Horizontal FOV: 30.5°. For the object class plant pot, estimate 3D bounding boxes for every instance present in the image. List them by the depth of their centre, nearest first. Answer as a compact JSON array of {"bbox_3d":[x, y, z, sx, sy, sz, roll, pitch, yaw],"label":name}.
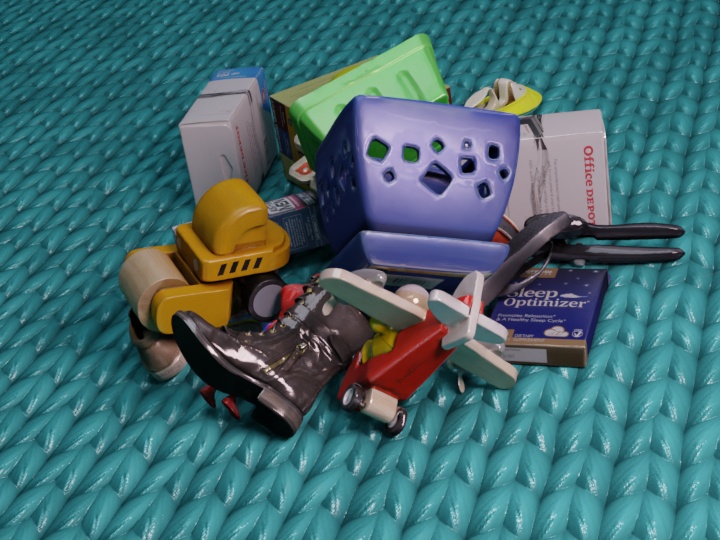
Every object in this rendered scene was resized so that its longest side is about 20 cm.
[{"bbox_3d":[0.059,-0.068,1.475,0.197,0.183,0.200,5,-15,-15],"label":"plant pot"}]

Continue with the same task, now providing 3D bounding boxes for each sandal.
[{"bbox_3d":[0.171,0.007,1.540,0.200,0.043,0.076,-44,9,5],"label":"sandal"}]

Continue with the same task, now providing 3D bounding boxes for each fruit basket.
[{"bbox_3d":[0.007,-0.211,1.676,0.212,0.156,0.218,-7,55,10],"label":"fruit basket"}]

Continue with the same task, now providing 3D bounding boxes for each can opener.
[{"bbox_3d":[0.298,-0.034,1.625,0.197,0.064,0.079,7,5,10],"label":"can opener"}]

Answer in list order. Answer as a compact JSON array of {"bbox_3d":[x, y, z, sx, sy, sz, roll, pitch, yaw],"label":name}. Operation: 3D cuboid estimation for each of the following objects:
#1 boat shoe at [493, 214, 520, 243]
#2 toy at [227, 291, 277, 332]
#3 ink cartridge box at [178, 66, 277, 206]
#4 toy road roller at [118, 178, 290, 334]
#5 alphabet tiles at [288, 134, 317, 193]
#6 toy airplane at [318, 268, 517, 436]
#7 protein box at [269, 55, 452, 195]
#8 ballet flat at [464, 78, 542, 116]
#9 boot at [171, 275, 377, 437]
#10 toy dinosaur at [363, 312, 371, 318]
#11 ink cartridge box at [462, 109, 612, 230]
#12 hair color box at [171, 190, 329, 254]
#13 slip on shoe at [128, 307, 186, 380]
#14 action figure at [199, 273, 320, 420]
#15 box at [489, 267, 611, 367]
[{"bbox_3d":[0.115,-0.056,1.633,0.198,0.072,0.063,28,28,-14],"label":"boat shoe"},{"bbox_3d":[-0.152,0.038,1.645,0.114,0.048,0.199,-28,34,-33],"label":"toy"},{"bbox_3d":[-0.192,-0.196,1.969,0.085,0.148,0.201,-1,30,14],"label":"ink cartridge box"},{"bbox_3d":[-0.178,-0.022,1.546,0.198,0.148,0.123,-10,31,-25],"label":"toy road roller"},{"bbox_3d":[0.011,-0.154,1.730,0.199,0.015,0.195,31,58,32],"label":"alphabet tiles"},{"bbox_3d":[0.061,0.060,1.380,0.196,0.202,0.142,-7,41,5],"label":"toy airplane"},{"bbox_3d":[0.006,-0.199,1.923,0.197,0.137,0.200,-24,32,-23],"label":"protein box"},{"bbox_3d":[0.210,-0.256,2.033,0.199,0.068,0.066,-31,35,-34],"label":"ballet flat"},{"bbox_3d":[-0.090,0.069,1.452,0.175,0.200,0.069,-51,3,-30],"label":"boot"},{"bbox_3d":[0.000,0.000,1.631,0.134,0.087,0.200,13,41,35],"label":"toy dinosaur"},{"bbox_3d":[0.219,-0.119,1.704,0.197,0.146,0.085,-4,29,9],"label":"ink cartridge box"},{"bbox_3d":[-0.146,-0.047,1.762,0.197,0.061,0.100,-16,15,-10],"label":"hair color box"},{"bbox_3d":[-0.254,0.057,1.613,0.076,0.061,0.201,-32,32,8],"label":"slip on shoe"},{"bbox_3d":[-0.091,0.094,1.523,0.065,0.099,0.201,20,63,38],"label":"action figure"},{"bbox_3d":[0.219,0.042,1.538,0.119,0.033,0.200,1,30,20],"label":"box"}]
